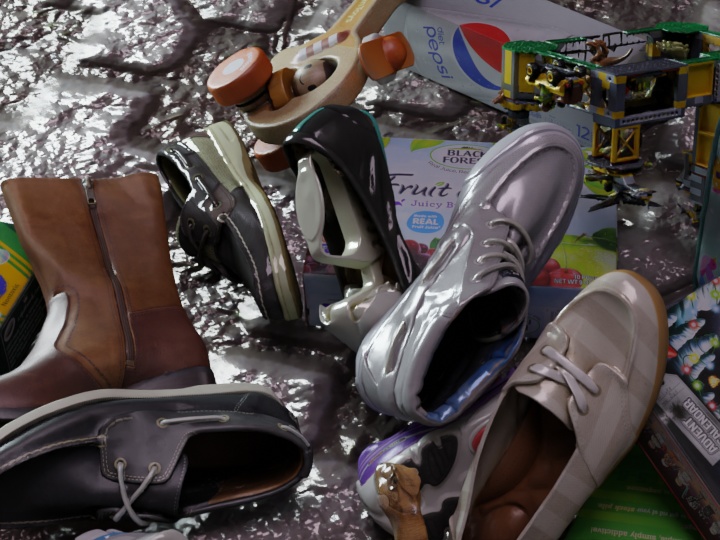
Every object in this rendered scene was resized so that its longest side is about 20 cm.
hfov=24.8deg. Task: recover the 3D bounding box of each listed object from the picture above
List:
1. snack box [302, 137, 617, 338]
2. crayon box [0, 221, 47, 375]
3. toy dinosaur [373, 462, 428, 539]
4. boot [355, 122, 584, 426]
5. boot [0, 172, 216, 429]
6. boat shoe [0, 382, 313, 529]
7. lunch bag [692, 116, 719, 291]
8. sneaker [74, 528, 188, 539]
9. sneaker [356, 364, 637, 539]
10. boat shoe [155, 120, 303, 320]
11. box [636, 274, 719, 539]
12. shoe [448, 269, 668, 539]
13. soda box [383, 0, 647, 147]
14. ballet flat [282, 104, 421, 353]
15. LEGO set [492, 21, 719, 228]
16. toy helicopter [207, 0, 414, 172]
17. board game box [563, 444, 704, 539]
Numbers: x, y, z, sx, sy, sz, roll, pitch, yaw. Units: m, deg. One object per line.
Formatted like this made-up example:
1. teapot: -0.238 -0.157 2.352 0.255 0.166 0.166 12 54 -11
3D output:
1. snack box: 0.068 -0.024 1.083 0.198 0.053 0.143 3 42 5
2. crayon box: -0.307 0.016 1.058 0.198 0.052 0.126 10 45 13
3. toy dinosaur: 0.046 0.197 0.836 0.201 0.106 0.060 57 34 -1
4. boot: 0.079 0.004 0.923 0.201 0.073 0.095 -56 20 -7
5. boot: -0.189 0.018 0.991 0.187 0.069 0.201 -8 57 -21
6. boat shoe: -0.124 0.109 0.912 0.198 0.072 0.068 -8 30 -24
7. lunch bag: 0.277 -0.014 0.957 0.077 0.201 0.160 -27 51 -23
8. sneaker: -0.148 0.201 0.817 0.086 0.075 0.201 -25 26 44
9. sneaker: 0.085 0.081 0.947 0.199 0.081 0.083 -23 23 -10
10. boat shoe: -0.090 -0.028 1.086 0.065 0.072 0.201 -18 40 -8
11. box: 0.235 0.098 0.898 0.136 0.040 0.201 -29 77 -25
12. shoe: 0.101 0.092 0.863 0.070 0.201 0.053 31 14 24
13. soda box: 0.113 -0.165 1.221 0.199 0.064 0.068 28 52 28
14. ballet flat: 0.000 0.000 0.985 0.068 0.068 0.201 -20 88 -42
15. LEGO set: 0.186 -0.088 1.065 0.199 0.117 0.153 -14 24 -37
16. toy helicopter: -0.007 -0.161 1.155 0.132 0.079 0.200 -5 40 44
17. board game box: 0.180 0.134 0.932 0.095 0.030 0.200 17 44 21
